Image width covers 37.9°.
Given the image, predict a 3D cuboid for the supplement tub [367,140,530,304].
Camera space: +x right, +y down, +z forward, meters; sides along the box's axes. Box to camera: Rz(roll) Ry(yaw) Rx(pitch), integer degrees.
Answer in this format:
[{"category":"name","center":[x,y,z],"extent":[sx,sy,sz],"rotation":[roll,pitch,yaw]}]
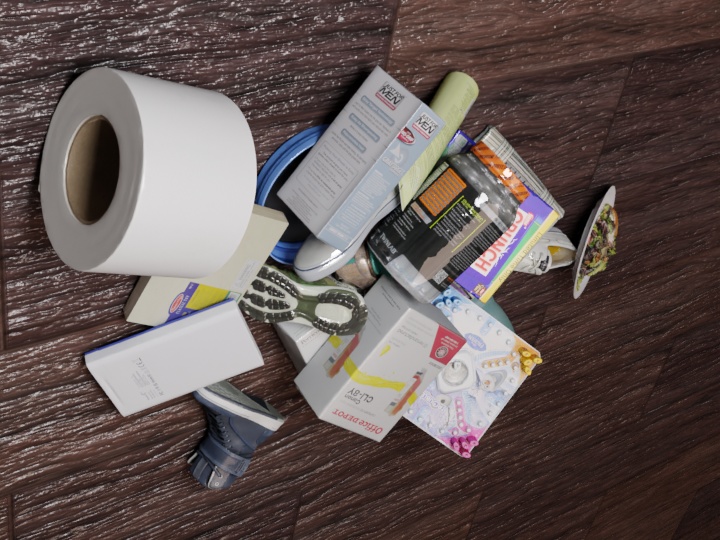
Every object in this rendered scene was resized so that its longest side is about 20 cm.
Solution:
[{"category":"supplement tub","center":[0.116,-0.064,1.362],"extent":[0.200,0.123,0.122],"rotation":[-43,143,7]}]

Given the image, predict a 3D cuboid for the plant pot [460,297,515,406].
[{"category":"plant pot","center":[0.179,0.149,1.677],"extent":[0.200,0.134,0.200],"rotation":[-42,168,-11]}]

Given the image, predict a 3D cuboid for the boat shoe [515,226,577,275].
[{"category":"boat shoe","center":[0.282,-0.027,1.719],"extent":[0.199,0.070,0.071],"rotation":[-3,127,-42]}]

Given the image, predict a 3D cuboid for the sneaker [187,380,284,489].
[{"category":"sneaker","center":[-0.207,0.236,1.502],"extent":[0.146,0.077,0.202],"rotation":[-48,144,0]}]

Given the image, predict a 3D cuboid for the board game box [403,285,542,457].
[{"category":"board game box","center":[0.143,0.154,1.574],"extent":[0.199,0.026,0.201],"rotation":[36,94,-15]}]

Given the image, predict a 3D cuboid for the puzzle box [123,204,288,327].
[{"category":"puzzle box","center":[-0.192,-0.005,1.293],"extent":[0.132,0.026,0.201],"rotation":[14,123,-37]}]

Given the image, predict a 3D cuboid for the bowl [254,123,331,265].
[{"category":"bowl","center":[-0.055,-0.099,1.363],"extent":[0.199,0.039,0.202],"rotation":[-25,138,-24]}]

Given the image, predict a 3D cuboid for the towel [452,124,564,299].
[{"category":"towel","center":[0.179,-0.079,1.537],"extent":[0.200,0.035,0.193],"rotation":[-44,115,1]}]

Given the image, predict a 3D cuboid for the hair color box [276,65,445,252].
[{"category":"hair color box","center":[-0.001,-0.134,1.266],"extent":[0.200,0.099,0.060],"rotation":[-51,142,8]}]

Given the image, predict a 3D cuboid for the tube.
[{"category":"tube","center":[0.091,-0.174,1.348],"extent":[0.058,0.052,0.201],"rotation":[43,57,-20]}]

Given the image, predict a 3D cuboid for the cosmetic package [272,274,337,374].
[{"category":"cosmetic package","center":[-0.050,0.102,1.517],"extent":[0.107,0.085,0.201],"rotation":[-38,144,-12]}]

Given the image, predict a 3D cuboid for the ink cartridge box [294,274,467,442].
[{"category":"ink cartridge box","center":[0.028,0.127,1.459],"extent":[0.200,0.084,0.145],"rotation":[-50,136,11]}]

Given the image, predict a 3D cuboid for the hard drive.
[{"category":"hard drive","center":[-0.236,0.114,1.353],"extent":[0.198,0.026,0.132],"rotation":[-20,141,-2]}]

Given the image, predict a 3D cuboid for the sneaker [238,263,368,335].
[{"category":"sneaker","center":[-0.087,0.027,1.390],"extent":[0.198,0.089,0.078],"rotation":[19,111,-7]}]

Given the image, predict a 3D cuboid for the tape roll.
[{"category":"tape roll","center":[-0.220,-0.096,1.079],"extent":[0.138,0.203,0.204],"rotation":[4,122,-44]}]

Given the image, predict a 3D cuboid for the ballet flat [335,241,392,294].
[{"category":"ballet flat","center":[0.000,0.000,1.477],"extent":[0.067,0.069,0.200],"rotation":[-15,164,8]}]

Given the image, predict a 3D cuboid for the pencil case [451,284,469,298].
[{"category":"pencil case","center":[0.132,0.019,1.620],"extent":[0.200,0.085,0.084],"rotation":[-43,106,-2]}]

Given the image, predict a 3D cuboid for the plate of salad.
[{"category":"plate of salad","center":[0.406,-0.044,1.782],"extent":[0.201,0.048,0.201],"rotation":[-55,156,-38]}]

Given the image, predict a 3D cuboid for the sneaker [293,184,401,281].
[{"category":"sneaker","center":[-0.020,-0.076,1.338],"extent":[0.200,0.073,0.071],"rotation":[-48,135,-11]}]

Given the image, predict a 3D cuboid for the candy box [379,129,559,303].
[{"category":"candy box","center":[0.147,-0.079,1.470],"extent":[0.199,0.077,0.170],"rotation":[35,99,-22]}]
